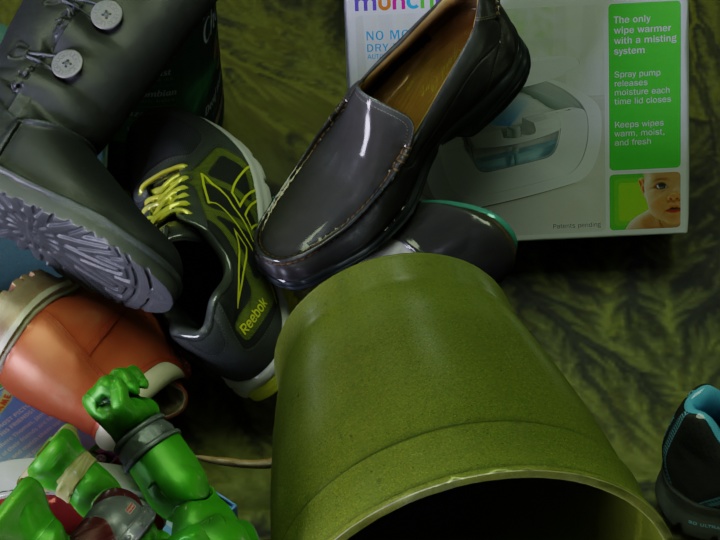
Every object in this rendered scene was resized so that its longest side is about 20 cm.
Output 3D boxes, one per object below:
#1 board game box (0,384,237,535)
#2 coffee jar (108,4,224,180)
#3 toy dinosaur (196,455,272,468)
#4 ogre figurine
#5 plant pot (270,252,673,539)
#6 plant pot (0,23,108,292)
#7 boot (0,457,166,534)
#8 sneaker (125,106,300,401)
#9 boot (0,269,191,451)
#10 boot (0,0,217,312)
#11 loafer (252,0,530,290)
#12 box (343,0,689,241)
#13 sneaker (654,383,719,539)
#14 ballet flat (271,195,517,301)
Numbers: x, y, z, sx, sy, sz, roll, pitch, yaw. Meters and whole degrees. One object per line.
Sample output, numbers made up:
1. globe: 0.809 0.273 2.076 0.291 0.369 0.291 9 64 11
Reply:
1. board game box: -0.188 0.130 1.408 0.200 0.037 0.151 32 53 29
2. coffee jar: -0.130 -0.159 1.591 0.085 0.201 0.105 3 43 6
3. toy dinosaur: 0.012 0.075 1.458 0.106 0.061 0.200 2 32 37
4. ogre figurine: -0.115 0.137 1.215 0.120 0.098 0.200 40 18 -3
5. plant pot: 0.036 0.101 1.312 0.199 0.201 0.193 -9 44 -8
6. plant pot: -0.245 -0.066 1.516 0.187 0.201 0.201 3 42 -13
7. boot: -0.190 0.174 1.298 0.199 0.073 0.145 -10 57 9
8. sneaker: -0.090 -0.024 1.462 0.074 0.085 0.201 -38 55 14
9. boot: -0.133 0.042 1.456 0.107 0.075 0.200 33 22 8
10. boot: -0.124 -0.095 1.426 0.164 0.066 0.200 29 63 6
11. loafer: 0.008 -0.077 1.427 0.073 0.072 0.200 31 73 31
12. box: 0.090 -0.115 1.543 0.199 0.178 0.097 -2 21 -1
13. sneaker: 0.257 0.107 1.384 0.199 0.082 0.073 3 42 3
14. ballet flat: 0.000 0.000 1.480 0.199 0.068 0.068 3 42 45
